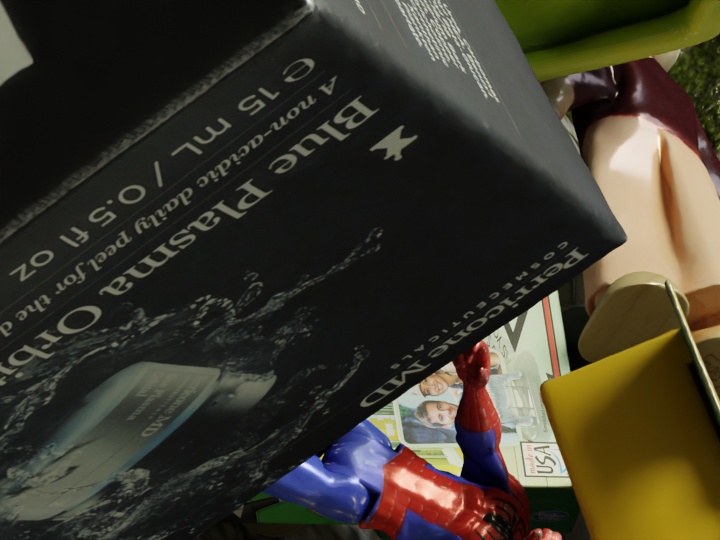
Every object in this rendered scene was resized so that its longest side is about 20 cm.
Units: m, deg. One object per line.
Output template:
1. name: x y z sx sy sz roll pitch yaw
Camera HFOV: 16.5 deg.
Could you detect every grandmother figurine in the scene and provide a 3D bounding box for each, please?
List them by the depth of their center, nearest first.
1. grandmother figurine: 0.106 -0.042 0.917 0.121 0.060 0.200 42 31 -37

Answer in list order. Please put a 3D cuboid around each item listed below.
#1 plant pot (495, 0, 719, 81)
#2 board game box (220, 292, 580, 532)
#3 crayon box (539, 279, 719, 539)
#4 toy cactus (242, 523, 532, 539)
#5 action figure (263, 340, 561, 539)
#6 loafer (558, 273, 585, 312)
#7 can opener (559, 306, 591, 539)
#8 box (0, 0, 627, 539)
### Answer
1. plant pot: 0.015 -0.169 0.811 0.199 0.199 0.182 87 -10 -77
2. board game box: 0.000 0.000 0.870 0.029 0.134 0.200 104 -16 -49
3. crayon box: 0.110 0.104 0.771 0.200 0.051 0.126 58 12 -59
4. toy cactus: -0.001 0.050 0.922 0.200 0.102 0.165 62 22 -11
5. action figure: 0.000 0.047 0.741 0.200 0.099 0.065 30 54 -7
6. loafer: 0.029 -0.004 1.016 0.070 0.200 0.070 -14 100 -39
7. can opener: 0.088 0.094 0.951 0.066 0.053 0.200 34 -27 40
8. box: -0.068 -0.021 0.611 0.118 0.196 0.200 61 15 24
